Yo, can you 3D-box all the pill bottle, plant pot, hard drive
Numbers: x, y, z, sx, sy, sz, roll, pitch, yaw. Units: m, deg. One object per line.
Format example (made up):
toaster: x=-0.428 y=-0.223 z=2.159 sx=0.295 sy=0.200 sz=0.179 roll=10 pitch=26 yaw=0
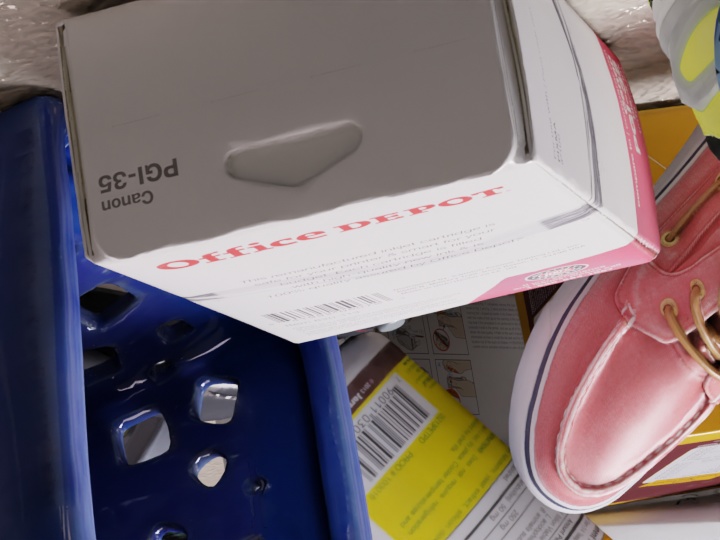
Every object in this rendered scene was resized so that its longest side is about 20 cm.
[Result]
pill bottle: x=0.041 y=0.128 z=1.149 sx=0.109 sy=0.200 sz=0.109 roll=-48 pitch=177 yaw=-3
plant pot: x=-0.119 y=0.086 z=0.943 sx=0.179 sy=0.201 sz=0.200 roll=-23 pitch=146 yaw=23
hard drive: x=0.123 y=0.113 z=1.250 sx=0.199 sy=0.026 sz=0.132 roll=-5 pitch=-172 yaw=18

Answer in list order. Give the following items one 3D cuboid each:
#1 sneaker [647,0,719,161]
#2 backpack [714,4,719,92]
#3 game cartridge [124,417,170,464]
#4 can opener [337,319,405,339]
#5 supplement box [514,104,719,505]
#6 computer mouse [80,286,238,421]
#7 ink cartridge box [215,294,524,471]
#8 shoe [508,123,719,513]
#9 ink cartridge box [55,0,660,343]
sneaker: x=0.189 y=-0.087 z=0.813 sx=0.200 sy=0.077 sz=0.075 roll=-20 pitch=163 yaw=30
backpack: x=0.206 y=-0.044 z=0.719 sx=0.200 sy=0.135 sz=0.183 roll=34 pitch=114 yaw=-22
game cartridge: x=-0.159 y=0.102 z=1.193 sx=0.133 sy=0.041 sz=0.200 roll=6 pitch=-145 yaw=21
can opener: x=0.000 y=0.000 z=1.098 sx=0.078 sy=0.064 sz=0.200 roll=-6 pitch=167 yaw=-20
supplement box: x=0.184 y=0.013 z=1.132 sx=0.197 sy=0.133 sz=0.200 roll=-8 pitch=168 yaw=-10
computer mouse: x=-0.121 y=0.036 z=1.104 sx=0.200 sy=0.046 sz=0.140 roll=12 pitch=168 yaw=-32
ink cartridge box: x=0.023 y=0.072 z=1.398 sx=0.200 sy=0.084 sz=0.175 roll=3 pitch=162 yaw=-44
shoe: x=0.130 y=0.010 z=0.951 sx=0.071 sy=0.200 sz=0.091 roll=33 pitch=-177 yaw=-21
ink cartridge box: x=0.006 y=-0.040 z=0.871 sx=0.146 sy=0.083 sz=0.200 roll=-13 pitch=168 yaw=15
